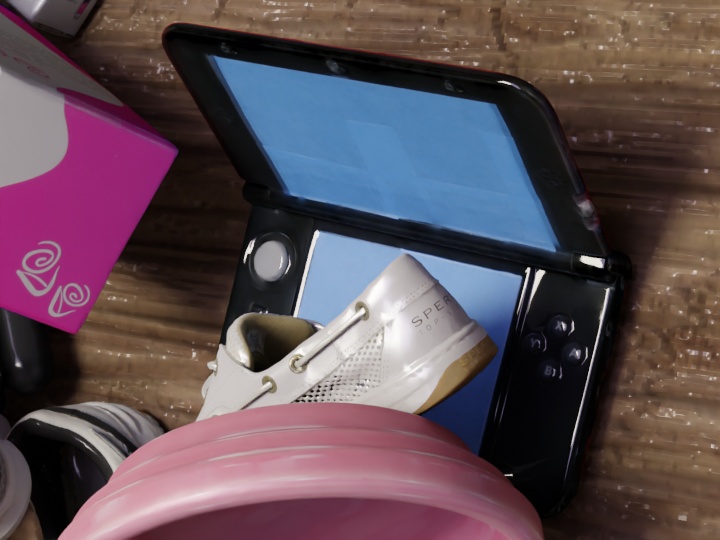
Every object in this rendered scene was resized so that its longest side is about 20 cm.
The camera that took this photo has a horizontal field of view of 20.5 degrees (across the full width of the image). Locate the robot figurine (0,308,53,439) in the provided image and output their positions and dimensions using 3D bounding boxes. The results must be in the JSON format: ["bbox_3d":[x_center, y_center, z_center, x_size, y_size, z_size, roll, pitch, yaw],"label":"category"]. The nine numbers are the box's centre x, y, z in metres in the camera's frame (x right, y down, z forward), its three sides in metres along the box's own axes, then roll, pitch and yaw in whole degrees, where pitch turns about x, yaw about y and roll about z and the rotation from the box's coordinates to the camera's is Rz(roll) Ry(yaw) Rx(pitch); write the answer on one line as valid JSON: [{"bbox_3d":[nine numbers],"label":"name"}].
[{"bbox_3d":[-0.248,0.043,1.008,0.150,0.125,0.200,-34,64,36],"label":"robot figurine"}]

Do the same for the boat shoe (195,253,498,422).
[{"bbox_3d":[-0.032,0.048,0.847,0.200,0.071,0.069,-30,94,36],"label":"boat shoe"}]

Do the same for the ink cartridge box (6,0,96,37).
[{"bbox_3d":[-0.167,-0.258,1.055,0.196,0.043,0.200,43,104,30],"label":"ink cartridge box"}]

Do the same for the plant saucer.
[{"bbox_3d":[-0.026,0.108,0.810,0.200,0.200,0.051,-25,54,28],"label":"plant saucer"}]

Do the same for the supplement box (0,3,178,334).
[{"bbox_3d":[-0.186,-0.067,0.930,0.200,0.101,0.103,37,100,51],"label":"supplement box"}]

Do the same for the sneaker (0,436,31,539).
[{"bbox_3d":[-0.242,0.057,0.893,0.200,0.087,0.074,30,80,14],"label":"sneaker"}]

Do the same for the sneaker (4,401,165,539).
[{"bbox_3d":[-0.104,0.146,0.919,0.076,0.088,0.200,-46,62,17],"label":"sneaker"}]

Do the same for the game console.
[{"bbox_3d":[0.000,0.000,0.854,0.200,0.119,0.173,14,90,35],"label":"game console"}]
